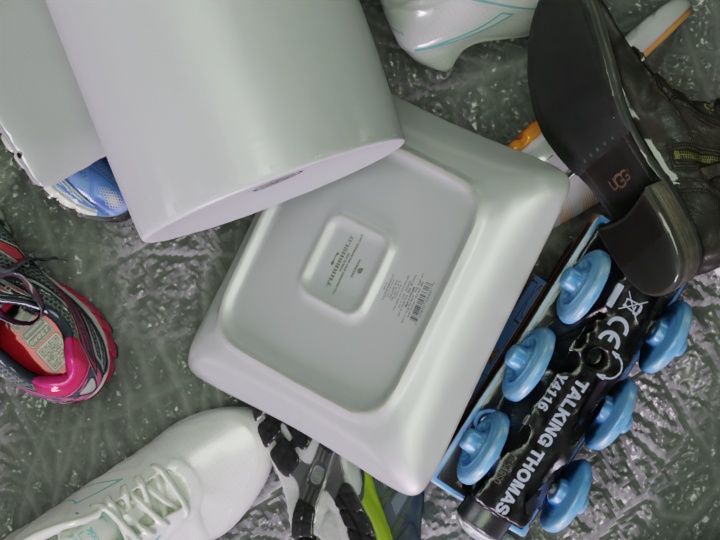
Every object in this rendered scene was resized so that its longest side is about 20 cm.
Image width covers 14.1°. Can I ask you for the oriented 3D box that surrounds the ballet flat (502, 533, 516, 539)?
[{"bbox_3d":[0.067,0.251,1.691,0.072,0.072,0.201,21,99,2],"label":"ballet flat"}]

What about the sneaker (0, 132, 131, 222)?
[{"bbox_3d":[-0.179,-0.120,1.685,0.089,0.079,0.200,-29,90,6],"label":"sneaker"}]

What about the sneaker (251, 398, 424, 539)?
[{"bbox_3d":[-0.007,0.112,1.690,0.074,0.081,0.201,-18,72,30],"label":"sneaker"}]

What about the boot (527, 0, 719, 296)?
[{"bbox_3d":[0.194,-0.083,1.629,0.174,0.069,0.201,-19,85,-37],"label":"boot"}]

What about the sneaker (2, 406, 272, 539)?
[{"bbox_3d":[-0.136,0.149,1.692,0.200,0.080,0.071,-33,88,3],"label":"sneaker"}]

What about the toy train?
[{"bbox_3d":[0.111,0.061,1.655,0.087,0.114,0.200,31,93,-16],"label":"toy train"}]

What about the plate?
[{"bbox_3d":[0.000,0.000,1.644,0.200,0.032,0.200,27,91,39],"label":"plate"}]

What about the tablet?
[{"bbox_3d":[-0.139,-0.146,1.664,0.200,0.014,0.130,-33,90,-27],"label":"tablet"}]

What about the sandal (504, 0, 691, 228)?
[{"bbox_3d":[0.127,-0.070,1.668,0.207,0.079,0.059,-43,87,2],"label":"sandal"}]

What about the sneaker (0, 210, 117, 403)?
[{"bbox_3d":[-0.225,0.000,1.693,0.200,0.075,0.081,37,94,2],"label":"sneaker"}]

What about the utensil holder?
[{"bbox_3d":[-0.081,-0.135,1.588,0.169,0.170,0.201,-21,88,4],"label":"utensil holder"}]

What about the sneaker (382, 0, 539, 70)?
[{"bbox_3d":[0.100,-0.186,1.670,0.200,0.070,0.080,-27,131,-9],"label":"sneaker"}]
